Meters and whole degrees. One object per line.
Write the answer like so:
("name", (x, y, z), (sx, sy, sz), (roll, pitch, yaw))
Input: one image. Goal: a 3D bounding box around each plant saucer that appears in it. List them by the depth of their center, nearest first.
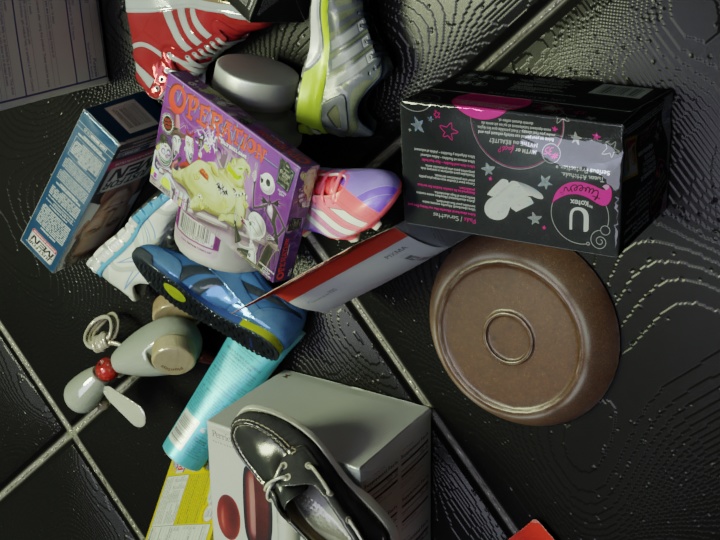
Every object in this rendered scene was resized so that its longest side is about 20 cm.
("plant saucer", (0.146, 0.060, 1.187), (0.199, 0.034, 0.201), (13, 114, 30))

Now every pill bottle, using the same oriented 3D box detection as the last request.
("pill bottle", (-0.120, -0.109, 1.253), (0.112, 0.112, 0.201), (26, 119, 23))

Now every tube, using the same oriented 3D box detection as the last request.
("tube", (-0.144, 0.126, 1.369), (0.077, 0.050, 0.200), (36, 100, 12))

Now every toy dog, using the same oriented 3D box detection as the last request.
("toy dog", (-0.239, 0.110, 1.425), (0.199, 0.132, 0.096), (-17, 136, 41))

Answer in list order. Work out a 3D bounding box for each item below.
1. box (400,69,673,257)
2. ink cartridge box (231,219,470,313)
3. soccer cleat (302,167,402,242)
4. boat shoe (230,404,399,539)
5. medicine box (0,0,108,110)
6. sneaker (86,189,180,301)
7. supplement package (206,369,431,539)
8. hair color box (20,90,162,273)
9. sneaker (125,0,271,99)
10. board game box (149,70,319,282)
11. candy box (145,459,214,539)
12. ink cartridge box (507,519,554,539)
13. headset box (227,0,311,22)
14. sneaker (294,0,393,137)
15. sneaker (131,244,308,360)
("box", (0.150, -0.096, 1.066), (0.199, 0.132, 0.115), (12, 115, 29))
("ink cartridge box", (0.000, 0.000, 1.156), (0.162, 0.200, 0.057), (-29, 94, 37))
("soccer cleat", (-0.038, -0.070, 1.130), (0.076, 0.067, 0.200), (42, 159, -24))
("boat shoe", (-0.053, 0.208, 1.169), (0.200, 0.060, 0.074), (44, 124, 10))
("medicine box", (-0.373, -0.271, 1.306), (0.102, 0.200, 0.183), (6, 110, 29))
("sneaker", (-0.219, -0.033, 1.381), (0.087, 0.075, 0.200), (48, 132, -3))
("supplement package", (-0.041, 0.239, 1.304), (0.190, 0.147, 0.201), (11, 114, 30))
("hair color box", (-0.289, -0.096, 1.376), (0.061, 0.100, 0.200), (44, 125, 11))
("sneaker", (-0.158, -0.225, 1.261), (0.199, 0.071, 0.113), (11, 109, 38))
("board game box", (-0.122, -0.090, 1.160), (0.200, 0.032, 0.121), (37, 121, 35))
("candy box", (-0.182, 0.253, 1.389), (0.102, 0.201, 0.026), (-12, 139, 37))
("ink cartridge box", (0.163, 0.372, 1.279), (0.162, 0.050, 0.200), (49, 129, 9))
("headset box", (-0.109, -0.347, 1.162), (0.200, 0.077, 0.149), (46, 127, 29))
("sneaker", (-0.005, -0.217, 1.174), (0.080, 0.074, 0.201), (15, 118, 11))
("sneaker", (-0.148, 0.017, 1.335), (0.199, 0.079, 0.066), (29, 157, 9))
